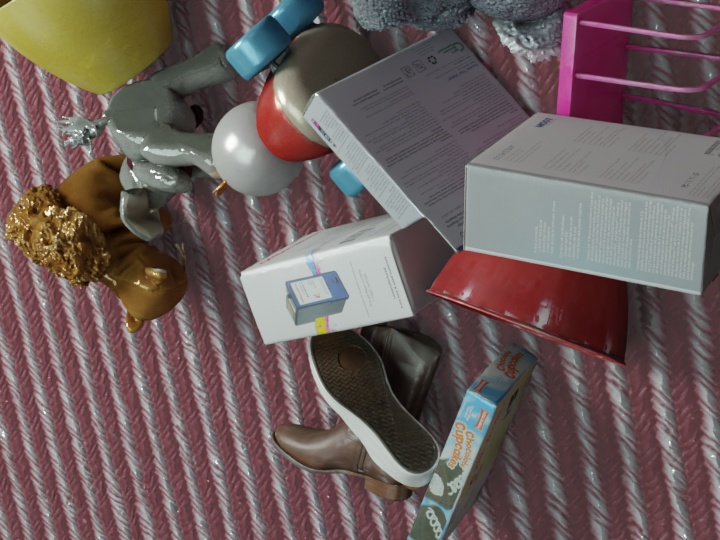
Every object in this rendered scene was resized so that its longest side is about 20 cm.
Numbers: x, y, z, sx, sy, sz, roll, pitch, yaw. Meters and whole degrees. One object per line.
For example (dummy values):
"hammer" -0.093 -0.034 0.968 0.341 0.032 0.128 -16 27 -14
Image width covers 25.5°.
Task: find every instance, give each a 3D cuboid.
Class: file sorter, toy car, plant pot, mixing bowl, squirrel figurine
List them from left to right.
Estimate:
"plant pot" -0.284 -0.275 1.705 0.199 0.200 0.142 -20 115 38
"squirrel figurine" -0.291 -0.019 1.776 0.187 0.199 0.142 53 123 26
"toy car" -0.078 -0.144 1.587 0.200 0.177 0.184 -36 101 35
"mixing bowl" 0.173 0.006 1.497 0.199 0.200 0.109 20 88 28
"file sorter" 0.254 -0.133 1.400 0.125 0.139 0.201 13 115 27

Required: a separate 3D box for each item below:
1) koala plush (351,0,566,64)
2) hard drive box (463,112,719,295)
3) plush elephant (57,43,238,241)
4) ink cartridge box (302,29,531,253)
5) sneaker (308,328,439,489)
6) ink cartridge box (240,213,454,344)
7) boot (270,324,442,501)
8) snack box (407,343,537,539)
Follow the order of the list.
"koala plush" 0.105 -0.276 1.441 0.199 0.184 0.178 15 116 17
"hard drive box" 0.204 -0.060 1.280 0.199 0.156 0.077 12 116 26
"plush elephant" -0.213 -0.127 1.730 0.199 0.155 0.165 -10 58 5
"ink cartridge box" 0.078 -0.118 1.486 0.200 0.196 0.043 50 140 11
"sneaker" 0.007 0.148 1.657 0.200 0.073 0.085 55 164 22
"ink cartridge box" 0.000 0.000 1.620 0.199 0.145 0.088 -11 102 36
"boot" -0.006 0.132 1.729 0.186 0.064 0.201 17 117 20
"snack box" 0.114 0.183 1.627 0.037 0.116 0.201 28 121 15
